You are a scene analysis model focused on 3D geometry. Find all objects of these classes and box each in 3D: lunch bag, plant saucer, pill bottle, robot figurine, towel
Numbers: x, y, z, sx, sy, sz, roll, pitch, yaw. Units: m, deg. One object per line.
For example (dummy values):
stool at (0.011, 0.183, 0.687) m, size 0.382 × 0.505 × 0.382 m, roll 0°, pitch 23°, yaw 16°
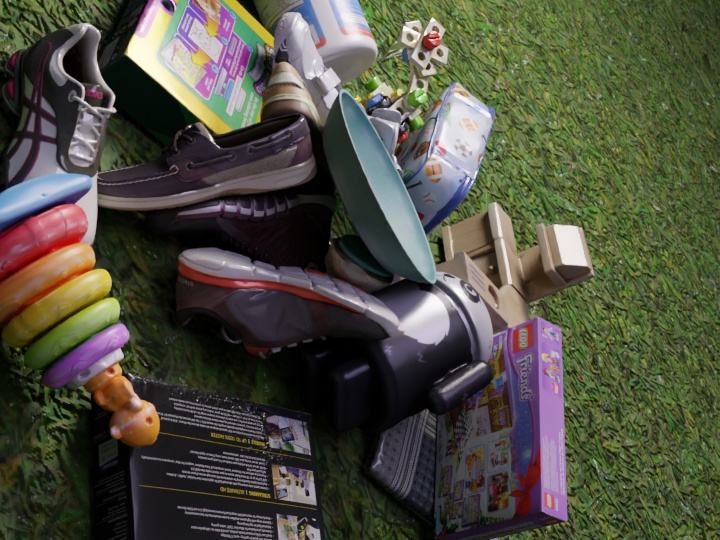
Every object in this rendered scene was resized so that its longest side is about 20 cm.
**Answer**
lunch bag at (0.076, -0.112, 1.239) m, size 0.076 × 0.160 × 0.200 m, roll 34°, pitch 45°, yaw -8°
plant saucer at (0.013, -0.072, 1.018) m, size 0.200 × 0.036 × 0.200 m, roll 60°, pitch 12°, yaw -22°
pill bottle at (-0.065, -0.314, 1.243) m, size 0.112 × 0.112 × 0.200 m, roll -4°, pitch 69°, yaw -54°
robot figurine at (0.036, 0.076, 1.040) m, size 0.200 × 0.125 × 0.150 m, roll -24°, pitch 79°, yaw -33°
towel at (0.089, 0.176, 1.141) m, size 0.193 × 0.035 × 0.200 m, roll 40°, pitch 47°, yaw -24°

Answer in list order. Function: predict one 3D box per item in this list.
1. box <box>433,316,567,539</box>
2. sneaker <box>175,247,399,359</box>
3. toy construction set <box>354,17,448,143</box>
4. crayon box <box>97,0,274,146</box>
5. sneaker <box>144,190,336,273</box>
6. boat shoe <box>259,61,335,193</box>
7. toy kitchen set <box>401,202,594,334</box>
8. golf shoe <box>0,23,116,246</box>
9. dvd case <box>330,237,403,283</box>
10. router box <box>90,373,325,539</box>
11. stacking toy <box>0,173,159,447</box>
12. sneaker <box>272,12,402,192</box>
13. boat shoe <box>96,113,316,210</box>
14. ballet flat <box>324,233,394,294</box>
box at (0.135, 0.159, 1.068) m, size 0.039 × 0.137 × 0.200 m, roll 27°, pitch 53°, yaw -33°
sneaker at (-0.068, 0.040, 0.954) m, size 0.200 × 0.082 × 0.077 m, roll 15°, pitch 9°, yaw -3°
toy construction set at (0.036, -0.192, 1.234) m, size 0.092 × 0.200 × 0.131 m, roll 45°, pitch 57°, yaw 1°
crayon box at (-0.161, -0.202, 1.078) m, size 0.173 × 0.058 × 0.200 m, roll 42°, pitch 37°, yaw -30°
sneaker at (-0.101, -0.013, 1.008) m, size 0.200 × 0.076 × 0.116 m, roll -6°, pitch 95°, yaw -37°
boat shoe at (-0.060, -0.126, 1.063) m, size 0.200 × 0.072 × 0.076 m, roll 93°, pitch -8°, yaw -62°
toy kitchen set at (0.153, -0.024, 1.232) m, size 0.180 × 0.163 × 0.200 m, roll 43°, pitch 32°, yaw -45°
golf shoe at (-0.240, -0.108, 0.876) m, size 0.077 × 0.088 × 0.200 m, roll 13°, pitch 57°, yaw -51°
dvd case at (0.040, 0.054, 1.191) m, size 0.200 × 0.016 × 0.149 m, roll 20°, pitch 50°, yaw -45°
router box at (-0.115, 0.173, 0.858) m, size 0.200 × 0.051 × 0.149 m, roll 21°, pitch 51°, yaw -44°
stacking toy at (-0.206, 0.042, 0.777) m, size 0.200 × 0.110 × 0.116 m, roll 56°, pitch 36°, yaw -2°
sneaker at (-0.021, -0.174, 1.132) m, size 0.075 × 0.115 × 0.200 m, roll -70°, pitch 152°, yaw -66°
boat shoe at (-0.136, -0.097, 0.941) m, size 0.072 × 0.200 × 0.065 m, roll -130°, pitch -147°, yaw -63°
ballet flat at (0.000, 0.000, 1.069) m, size 0.067 × 0.062 × 0.200 m, roll 42°, pitch 14°, yaw 6°
